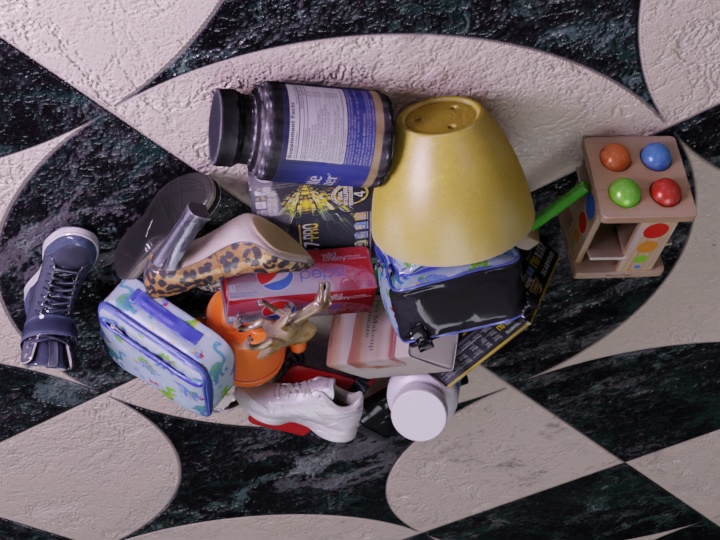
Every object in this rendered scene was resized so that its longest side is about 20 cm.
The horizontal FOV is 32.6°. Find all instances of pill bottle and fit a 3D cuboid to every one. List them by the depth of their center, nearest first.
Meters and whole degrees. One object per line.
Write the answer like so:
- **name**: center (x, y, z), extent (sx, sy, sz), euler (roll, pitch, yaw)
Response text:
- **pill bottle**: center (-0.068, -0.155, 1.391), extent (0.197, 0.113, 0.112), euler (3, 147, -16)
- **pill bottle**: center (0.097, 0.170, 1.849), extent (0.107, 0.200, 0.110), euler (3, 112, 7)

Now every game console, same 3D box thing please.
- **game console**: center (-0.060, 0.179, 1.959), extent (0.118, 0.173, 0.200), euler (40, 138, -1)

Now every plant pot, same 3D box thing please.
- **plant pot**: center (0.102, -0.119, 1.443), extent (0.197, 0.201, 0.143), euler (-8, 122, 1)

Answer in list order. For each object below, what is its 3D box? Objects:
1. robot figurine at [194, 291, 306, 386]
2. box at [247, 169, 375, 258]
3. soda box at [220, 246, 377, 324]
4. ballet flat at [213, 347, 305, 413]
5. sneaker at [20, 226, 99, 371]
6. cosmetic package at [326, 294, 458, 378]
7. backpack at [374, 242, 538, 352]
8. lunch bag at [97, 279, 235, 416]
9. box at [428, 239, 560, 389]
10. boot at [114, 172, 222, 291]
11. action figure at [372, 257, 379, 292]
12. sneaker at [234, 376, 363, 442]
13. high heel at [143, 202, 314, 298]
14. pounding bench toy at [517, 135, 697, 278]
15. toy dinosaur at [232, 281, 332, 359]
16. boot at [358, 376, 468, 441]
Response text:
- **robot figurine**: center (-0.161, 0.092, 1.762), extent (0.143, 0.117, 0.201), euler (-33, 155, -21)
- **box**: center (-0.059, -0.077, 1.579), extent (0.159, 0.050, 0.201), euler (-4, 150, -3)
- **soda box**: center (-0.082, 0.019, 1.606), extent (0.197, 0.071, 0.064), euler (-5, 148, -13)
- **ballet flat**: center (-0.175, 0.180, 1.934), extent (0.199, 0.073, 0.072), euler (-23, 146, 25)
- **sneaker**: center (-0.393, 0.047, 1.613), extent (0.076, 0.148, 0.203), euler (11, 143, -25)
- **cosmetic package**: center (0.045, 0.092, 1.760), extent (0.087, 0.105, 0.199), euler (19, 161, -33)
- **backpack**: center (0.106, -0.016, 1.559), extent (0.181, 0.200, 0.149), euler (-15, 114, -5)
- **lunch bag**: center (-0.270, 0.105, 1.707), extent (0.199, 0.083, 0.161), euler (33, 150, 11)
- **box**: center (0.188, 0.061, 1.752), extent (0.049, 0.160, 0.200), euler (38, 134, -8)
- **boot**: center (-0.205, -0.045, 1.585), extent (0.153, 0.074, 0.203), euler (14, 138, -43)
- **action figure**: center (0.000, 0.000, 1.709), extent (0.197, 0.055, 0.119), euler (-8, 151, -8)
- **sneaker**: center (-0.089, 0.188, 1.843), extent (0.197, 0.075, 0.100), euler (15, 122, -11)
- **high heel**: center (-0.166, -0.002, 1.529), extent (0.198, 0.072, 0.143), euler (19, 123, -33)
- **pounding bench toy**: center (0.304, -0.084, 1.574), extent (0.197, 0.126, 0.157), euler (-2, 148, -9)
- **toy dinosaur**: center (-0.109, 0.083, 1.576), extent (0.100, 0.059, 0.200), euler (10, 143, -34)
- **boot**: center (0.091, 0.211, 2.068), extent (0.199, 0.066, 0.165), euler (-33, 162, 14)
